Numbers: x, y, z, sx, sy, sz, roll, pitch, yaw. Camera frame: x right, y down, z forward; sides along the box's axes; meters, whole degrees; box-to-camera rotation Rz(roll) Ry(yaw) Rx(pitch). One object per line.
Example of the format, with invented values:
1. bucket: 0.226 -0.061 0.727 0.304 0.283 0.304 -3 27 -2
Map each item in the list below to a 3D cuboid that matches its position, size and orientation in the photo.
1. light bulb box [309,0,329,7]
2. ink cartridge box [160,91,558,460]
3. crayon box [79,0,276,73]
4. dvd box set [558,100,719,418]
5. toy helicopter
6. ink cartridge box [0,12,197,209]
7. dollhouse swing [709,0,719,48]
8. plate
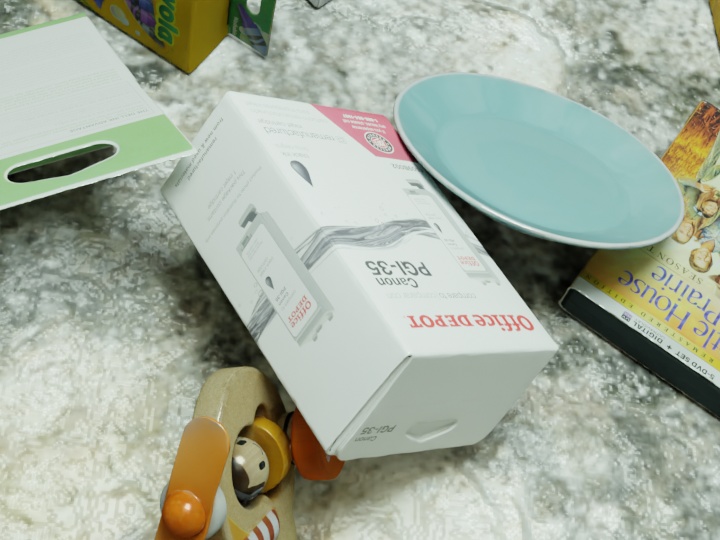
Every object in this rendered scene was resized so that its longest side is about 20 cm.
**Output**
1. light bulb box: -0.018 -0.334 0.993 0.200 0.125 0.198 -38 74 -26
2. ink cartridge box: 0.000 0.000 0.783 0.146 0.083 0.201 2 45 -49
3. crayon box: -0.148 -0.217 0.898 0.199 0.126 0.052 33 60 9
4. dvd box set: 0.242 -0.009 0.913 0.146 0.029 0.200 35 59 10
5. toy helicopter: -0.067 0.150 0.713 0.078 0.132 0.202 -3 76 20
6. ink cartridge box: -0.196 -0.080 0.812 0.145 0.048 0.200 -19 42 -21
7. dollhouse swing: 0.327 -0.167 0.919 0.181 0.200 0.177 23 57 3
8. plate: 0.113 -0.067 0.883 0.198 0.026 0.201 14 32 -9
